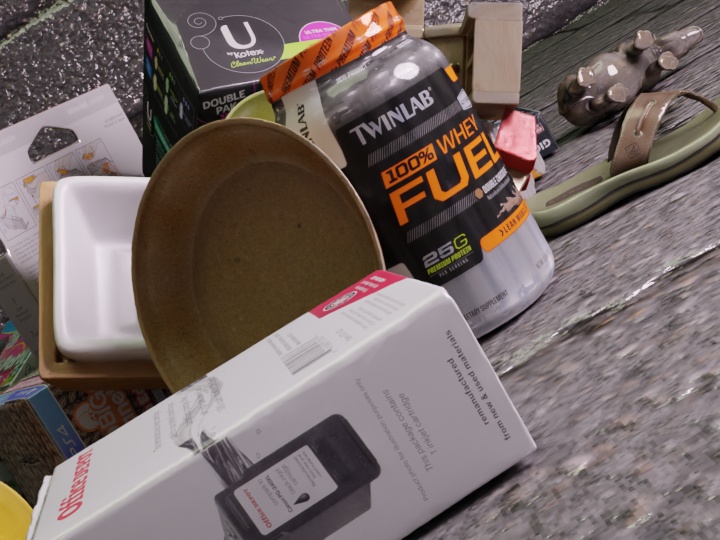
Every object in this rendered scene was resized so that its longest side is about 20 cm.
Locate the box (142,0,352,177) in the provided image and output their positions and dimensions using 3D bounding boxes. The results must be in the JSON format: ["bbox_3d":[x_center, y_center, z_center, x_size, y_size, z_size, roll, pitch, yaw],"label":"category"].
[{"bbox_3d":[-0.088,-0.121,0.952,0.148,0.125,0.201,-15,-36,-23],"label":"box"}]

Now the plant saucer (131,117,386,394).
[{"bbox_3d":[-0.056,0.009,0.713,0.199,0.201,0.035,-24,-6,36],"label":"plant saucer"}]

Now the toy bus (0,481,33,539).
[{"bbox_3d":[-0.284,0.194,0.668,0.199,0.136,0.192,-17,29,48],"label":"toy bus"}]

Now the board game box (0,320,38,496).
[{"bbox_3d":[-0.312,0.128,1.054,0.147,0.064,0.201,-22,36,49],"label":"board game box"}]

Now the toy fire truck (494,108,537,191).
[{"bbox_3d":[0.054,-0.043,0.924,0.049,0.140,0.201,98,-173,-64],"label":"toy fire truck"}]

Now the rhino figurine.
[{"bbox_3d":[0.283,-0.210,1.233,0.199,0.060,0.087,-31,-3,-23],"label":"rhino figurine"}]

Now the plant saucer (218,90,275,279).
[{"bbox_3d":[-0.022,-0.036,0.828,0.031,0.200,0.200,-38,1,42],"label":"plant saucer"}]

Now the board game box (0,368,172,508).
[{"bbox_3d":[-0.183,0.093,0.951,0.200,0.097,0.159,-36,10,-31],"label":"board game box"}]

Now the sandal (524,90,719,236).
[{"bbox_3d":[0.197,-0.091,0.849,0.200,0.058,0.080,-29,9,12],"label":"sandal"}]

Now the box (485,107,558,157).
[{"bbox_3d":[0.123,-0.119,1.300,0.158,0.046,0.200,-30,9,4],"label":"box"}]

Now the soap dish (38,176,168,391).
[{"bbox_3d":[-0.129,0.012,0.856,0.199,0.158,0.081,0,-31,-16],"label":"soap dish"}]

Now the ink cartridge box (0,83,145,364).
[{"bbox_3d":[-0.234,-0.043,0.984,0.045,0.177,0.200,-24,10,34],"label":"ink cartridge box"}]

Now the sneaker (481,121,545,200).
[{"bbox_3d":[0.112,-0.086,1.073,0.077,0.079,0.200,-26,-1,21],"label":"sneaker"}]

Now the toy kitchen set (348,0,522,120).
[{"bbox_3d":[0.032,-0.219,1.015,0.198,0.164,0.180,2,3,2],"label":"toy kitchen set"}]

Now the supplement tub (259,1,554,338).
[{"bbox_3d":[0.027,-0.056,0.745,0.122,0.201,0.123,-30,9,5],"label":"supplement tub"}]

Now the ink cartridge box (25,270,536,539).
[{"bbox_3d":[-0.041,0.088,0.544,0.199,0.084,0.145,-32,9,-6],"label":"ink cartridge box"}]
